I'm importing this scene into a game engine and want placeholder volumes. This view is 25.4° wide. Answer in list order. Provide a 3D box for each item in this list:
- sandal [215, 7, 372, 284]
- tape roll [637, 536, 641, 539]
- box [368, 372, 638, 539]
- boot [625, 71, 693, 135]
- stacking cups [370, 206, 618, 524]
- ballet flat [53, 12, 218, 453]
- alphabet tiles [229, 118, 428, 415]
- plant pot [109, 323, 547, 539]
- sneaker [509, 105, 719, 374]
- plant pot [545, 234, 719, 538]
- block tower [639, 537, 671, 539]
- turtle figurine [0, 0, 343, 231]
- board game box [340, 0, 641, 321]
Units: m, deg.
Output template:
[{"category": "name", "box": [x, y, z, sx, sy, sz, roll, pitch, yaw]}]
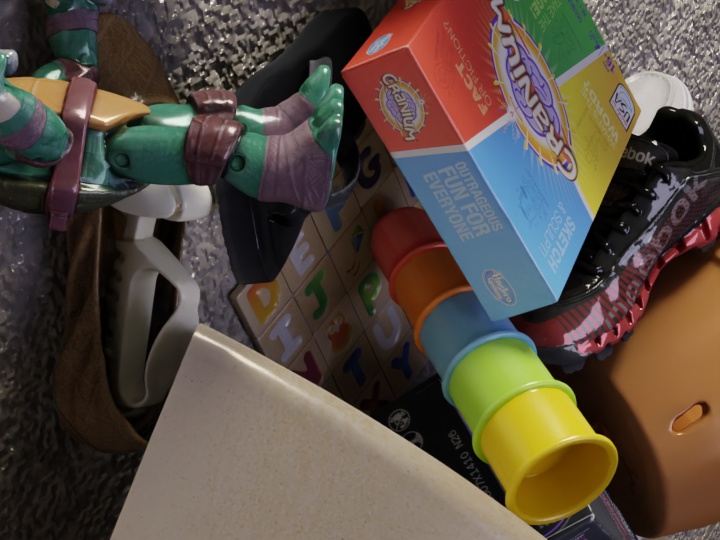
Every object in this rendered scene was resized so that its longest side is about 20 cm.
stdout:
[{"category": "sandal", "box": [-0.021, -0.069, 0.748, 0.200, 0.043, 0.076, -65, 148, -49]}, {"category": "tape roll", "box": [0.185, 0.119, 1.166, 0.203, 0.037, 0.203, -26, 124, -46]}, {"category": "box", "box": [0.086, 0.142, 0.918, 0.106, 0.122, 0.200, -33, 150, 7]}, {"category": "boot", "box": [0.144, -0.081, 0.996, 0.200, 0.074, 0.096, -51, 143, -28]}, {"category": "stacking cups", "box": [0.061, 0.036, 0.821, 0.060, 0.200, 0.061, -15, 136, -15]}, {"category": "ballet flat", "box": [-0.098, -0.010, 0.702, 0.068, 0.072, 0.200, -8, 110, -47]}, {"category": "alphabet tiles", "box": [0.000, 0.000, 0.894, 0.166, 0.006, 0.200, -51, 139, -27]}, {"category": "plant pot", "box": [-0.021, 0.154, 0.713, 0.200, 0.177, 0.200, 111, 0, -84]}, {"category": "sneaker", "box": [0.149, -0.025, 0.932, 0.200, 0.071, 0.098, -42, 133, -27]}, {"category": "plant pot", "box": [0.208, 0.077, 1.014, 0.140, 0.200, 0.200, -24, 126, -17]}, {"category": "block tower", "box": [0.166, 0.282, 1.192, 0.200, 0.058, 0.054, -48, 138, -28]}, {"category": "turtle figurine", "box": [-0.110, -0.067, 0.621, 0.150, 0.200, 0.101, -97, -161, -57]}, {"category": "board game box", "box": [0.077, -0.092, 0.837, 0.153, 0.040, 0.200, 57, 36, -20]}]
